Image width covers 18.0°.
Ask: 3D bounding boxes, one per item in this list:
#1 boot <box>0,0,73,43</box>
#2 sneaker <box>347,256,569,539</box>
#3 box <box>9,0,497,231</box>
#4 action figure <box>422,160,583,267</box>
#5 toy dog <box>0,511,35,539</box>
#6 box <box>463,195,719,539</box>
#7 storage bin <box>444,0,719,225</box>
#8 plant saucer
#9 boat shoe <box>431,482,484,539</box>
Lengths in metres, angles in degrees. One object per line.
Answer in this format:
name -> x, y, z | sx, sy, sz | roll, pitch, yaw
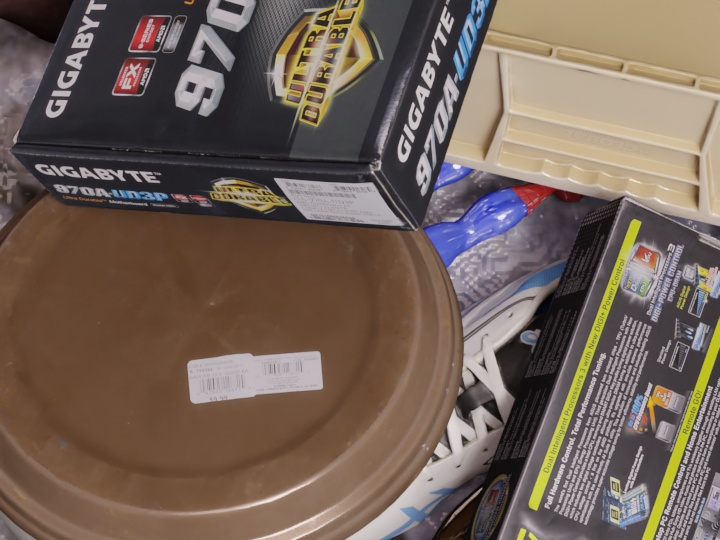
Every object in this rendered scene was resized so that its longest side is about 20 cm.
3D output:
boot -> -0.213, -0.093, 0.917 | 0.200, 0.072, 0.166 | 30, 90, -45
sneaker -> 0.051, 0.049, 0.950 | 0.200, 0.072, 0.072 | -32, 82, -10
box -> -0.026, -0.114, 0.867 | 0.159, 0.046, 0.200 | 6, 63, 28
action figure -> 0.000, 0.000, 0.963 | 0.200, 0.099, 0.065 | -31, 82, -32
toy dog -> -0.117, 0.123, 0.906 | 0.132, 0.096, 0.200 | 28, 42, -38
box -> 0.133, 0.093, 0.901 | 0.160, 0.044, 0.200 | 23, 77, -11
storage bin -> 0.116, -0.137, 0.934 | 0.198, 0.094, 0.200 | 13, 64, 9
plant saucer -> -0.060, 0.024, 0.863 | 0.200, 0.029, 0.200 | -1, 56, 1
boat shoe -> 0.042, 0.150, 0.935 | 0.072, 0.068, 0.200 | 43, 79, 3
